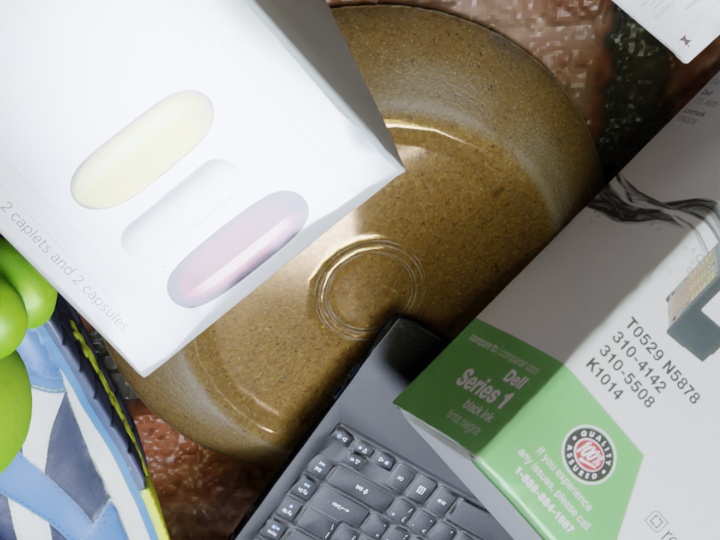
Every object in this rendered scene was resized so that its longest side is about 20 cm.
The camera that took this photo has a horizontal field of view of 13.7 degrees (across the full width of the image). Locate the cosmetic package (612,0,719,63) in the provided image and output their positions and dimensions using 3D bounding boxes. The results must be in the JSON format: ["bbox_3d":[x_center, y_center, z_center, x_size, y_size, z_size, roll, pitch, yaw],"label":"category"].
[{"bbox_3d":[0.153,-0.168,1.018,0.082,0.051,0.200,39,117,-20],"label":"cosmetic package"}]

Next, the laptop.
[{"bbox_3d":[0.035,0.152,1.115,0.177,0.103,0.200,31,103,-26],"label":"laptop"}]

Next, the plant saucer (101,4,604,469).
[{"bbox_3d":[0.000,0.000,1.111,0.199,0.035,0.201,-6,121,-11],"label":"plant saucer"}]

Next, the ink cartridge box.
[{"bbox_3d":[0.136,0.035,1.094,0.200,0.084,0.146,-45,112,-7],"label":"ink cartridge box"}]

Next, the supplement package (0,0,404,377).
[{"bbox_3d":[-0.099,-0.097,0.955,0.111,0.156,0.200,-38,119,9],"label":"supplement package"}]

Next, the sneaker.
[{"bbox_3d":[-0.135,0.042,1.081,0.082,0.074,0.201,-22,121,2],"label":"sneaker"}]

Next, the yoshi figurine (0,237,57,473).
[{"bbox_3d":[-0.186,0.026,0.987,0.199,0.113,0.112,6,155,29],"label":"yoshi figurine"}]
